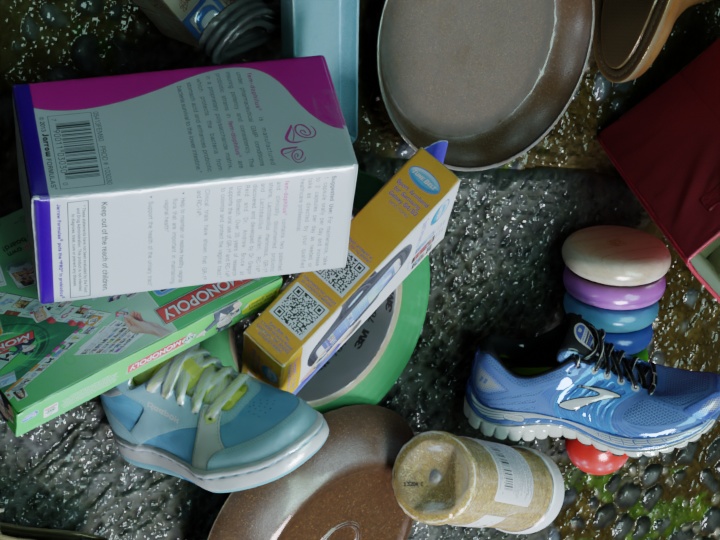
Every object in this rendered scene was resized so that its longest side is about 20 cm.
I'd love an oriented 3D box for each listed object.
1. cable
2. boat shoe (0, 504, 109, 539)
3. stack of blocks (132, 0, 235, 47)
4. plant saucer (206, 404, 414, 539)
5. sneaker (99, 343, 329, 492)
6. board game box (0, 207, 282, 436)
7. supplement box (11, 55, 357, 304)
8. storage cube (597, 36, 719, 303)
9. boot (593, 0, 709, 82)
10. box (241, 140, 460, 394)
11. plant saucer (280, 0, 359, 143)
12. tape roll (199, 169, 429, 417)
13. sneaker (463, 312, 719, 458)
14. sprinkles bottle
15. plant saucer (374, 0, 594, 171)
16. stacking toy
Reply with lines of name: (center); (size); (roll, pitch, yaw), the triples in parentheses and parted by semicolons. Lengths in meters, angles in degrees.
cable: (-0.054, -0.177, 1.458); (0.200, 0.097, 0.050); (-30, 80, -45)
boat shoe: (-0.245, 0.179, 1.465); (0.200, 0.073, 0.063); (33, 79, -50)
stack of blocks: (-0.132, -0.251, 1.402); (0.115, 0.059, 0.200); (-50, 128, -12)
plant saucer: (-0.025, 0.191, 1.617); (0.200, 0.037, 0.201); (-25, 135, -29)
sneaker: (-0.116, 0.070, 1.444); (0.080, 0.200, 0.131); (-44, 120, -35)
board game box: (-0.169, 0.007, 1.420); (0.200, 0.135, 0.029); (-27, 154, -27)
supplement box: (-0.111, -0.058, 1.390); (0.199, 0.101, 0.104); (-7, 140, -11)
storage cube: (0.318, -0.064, 1.697); (0.171, 0.180, 0.200); (-40, 128, 10)
boot: (0.264, -0.226, 1.710); (0.155, 0.077, 0.201); (15, 89, -43)
box: (0.000, 0.000, 1.497); (0.200, 0.041, 0.119); (-45, 170, -15)
plant saucer: (-0.028, -0.139, 1.449); (0.070, 0.019, 0.200); (-45, 154, -32)
tape roll: (-0.043, 0.020, 1.570); (0.200, 0.048, 0.201); (-13, 113, -33)
sneaker: (0.178, 0.084, 1.677); (0.199, 0.079, 0.089); (3, 122, 4)
sprinkles bottle: (0.090, 0.159, 1.657); (0.200, 0.068, 0.068); (20, 94, -65)
plant saucer: (0.085, -0.173, 1.611); (0.200, 0.032, 0.201); (-13, 112, -34)
stacking toy: (0.192, 0.070, 1.751); (0.085, 0.085, 0.201); (-12, 118, -33)
